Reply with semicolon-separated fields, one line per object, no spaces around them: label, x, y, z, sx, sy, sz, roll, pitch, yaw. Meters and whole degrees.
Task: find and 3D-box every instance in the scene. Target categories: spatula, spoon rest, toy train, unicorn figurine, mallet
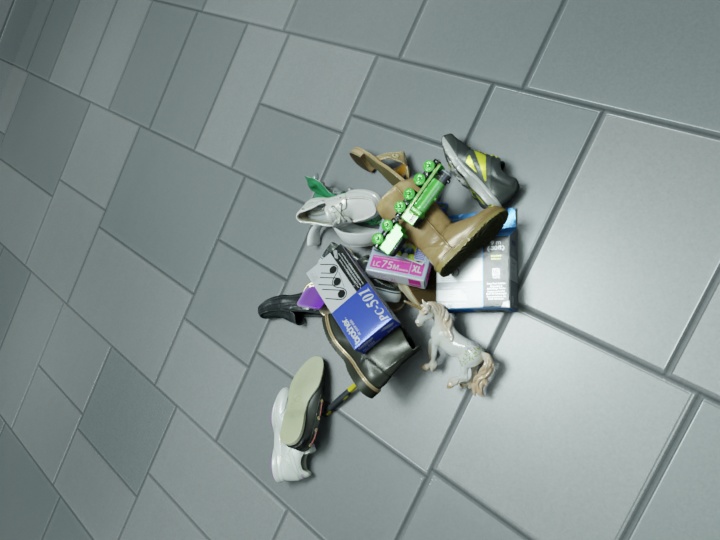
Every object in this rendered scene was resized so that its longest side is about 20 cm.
spatula;-0.036;0.077;1.113;0.200;0.021;0.057;17;57;15
spoon rest;-0.037;-0.083;1.168;0.200;0.099;0.061;1;100;38
toy train;0.094;-0.112;0.973;0.056;0.042;0.200;40;100;22
unicorn figurine;0.163;0.140;0.996;0.200;0.074;0.138;25;120;15
mallet;-0.010;0.248;1.124;0.200;0.066;0.041;-51;50;30

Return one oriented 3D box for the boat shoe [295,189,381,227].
boat shoe;-0.047;-0.120;1.106;0.200;0.069;0.071;-5;114;35

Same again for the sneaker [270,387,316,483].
sneaker;-0.145;0.359;1.172;0.099;0.075;0.200;-6;77;10

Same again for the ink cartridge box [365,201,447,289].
ink cartridge box;0.096;-0.069;1.059;0.119;0.042;0.200;11;64;17

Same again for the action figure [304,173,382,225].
action figure;-0.023;-0.149;1.173;0.200;0.118;0.055;31;85;23

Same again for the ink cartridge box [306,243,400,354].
ink cartridge box;-0.017;0.052;1.022;0.094;0.044;0.200;-41;59;8

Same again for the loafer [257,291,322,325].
loafer;-0.150;0.090;1.211;0.200;0.068;0.071;-12;68;25

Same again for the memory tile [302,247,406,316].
memory tile;-0.014;0.054;1.135;0.200;0.017;0.153;39;88;22

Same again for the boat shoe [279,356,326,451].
boat shoe;-0.114;0.283;1.141;0.074;0.063;0.202;-8;52;31

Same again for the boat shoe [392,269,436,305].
boat shoe;0.096;0.009;1.088;0.200;0.072;0.065;59;151;25

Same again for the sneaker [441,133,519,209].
sneaker;0.233;-0.201;1.045;0.085;0.074;0.200;-34;68;5

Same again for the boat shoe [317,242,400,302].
boat shoe;0.000;0.000;1.092;0.200;0.072;0.071;27;100;22

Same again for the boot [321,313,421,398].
boot;0.021;0.128;1.040;0.138;0.077;0.200;-44;58;10

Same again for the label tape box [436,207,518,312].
label tape box;0.221;-0.022;1.015;0.143;0.066;0.200;-3;81;30

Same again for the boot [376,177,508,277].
boot;0.147;-0.110;0.997;0.175;0.066;0.200;-40;60;4

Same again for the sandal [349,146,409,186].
sandal;0.064;-0.234;1.143;0.070;0.078;0.212;-47;50;-6
